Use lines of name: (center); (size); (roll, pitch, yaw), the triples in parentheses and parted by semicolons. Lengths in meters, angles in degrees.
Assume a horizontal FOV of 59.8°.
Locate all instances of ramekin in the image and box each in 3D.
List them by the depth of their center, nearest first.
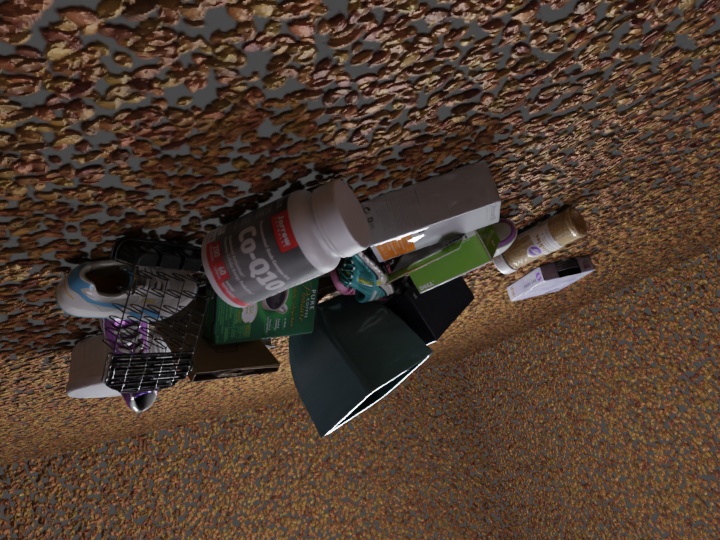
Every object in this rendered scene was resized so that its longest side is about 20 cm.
ramekin: (-0.451, 0.178, 1.187); (0.201, 0.095, 0.202); (-9, 164, -3)

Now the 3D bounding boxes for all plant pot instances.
plant pot: (-0.024, 0.158, 1.200); (0.196, 0.200, 0.196); (-23, 160, -46)

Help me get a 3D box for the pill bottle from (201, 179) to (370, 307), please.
pill bottle: (-0.097, -0.036, 0.820); (0.199, 0.115, 0.114); (-23, 163, 19)

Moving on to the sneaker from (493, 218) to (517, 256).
sneaker: (0.209, -0.033, 1.223); (0.199, 0.075, 0.100); (-18, 163, 6)

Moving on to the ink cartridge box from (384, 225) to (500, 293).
ink cartridge box: (0.140, -0.016, 1.050); (0.147, 0.076, 0.200); (-26, -167, 29)

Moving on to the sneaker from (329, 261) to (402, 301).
sneaker: (0.031, 0.002, 1.184); (0.095, 0.079, 0.200); (-40, 157, 27)

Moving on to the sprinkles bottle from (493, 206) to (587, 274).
sprinkles bottle: (0.371, -0.061, 1.313); (0.068, 0.069, 0.200); (-1, 158, -44)

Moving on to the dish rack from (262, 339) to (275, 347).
dish rack: (-0.265, 0.120, 1.193); (0.171, 0.044, 0.200); (11, 169, -27)

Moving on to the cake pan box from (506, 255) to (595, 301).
cake pan box: (0.555, 0.025, 1.834); (0.183, 0.053, 0.200); (-13, 164, -21)

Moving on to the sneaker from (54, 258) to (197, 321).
sneaker: (-0.312, 0.025, 0.880); (0.081, 0.077, 0.199); (-32, 160, 38)

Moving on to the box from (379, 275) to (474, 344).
box: (0.102, 0.087, 1.323); (0.200, 0.118, 0.197); (-31, -176, 41)

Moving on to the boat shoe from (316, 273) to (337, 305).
boat shoe: (-0.115, 0.051, 1.200); (0.199, 0.060, 0.072); (-14, 163, -11)

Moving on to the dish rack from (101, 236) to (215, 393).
dish rack: (-0.273, 0.063, 0.841); (0.054, 0.201, 0.153); (20, -174, 34)

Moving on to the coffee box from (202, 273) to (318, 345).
coffee box: (-0.162, 0.052, 1.046); (0.199, 0.124, 0.044); (-5, -164, -41)

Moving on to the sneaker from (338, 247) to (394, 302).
sneaker: (0.000, 0.000, 1.041); (0.079, 0.078, 0.200); (-24, 145, 4)

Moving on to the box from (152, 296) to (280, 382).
box: (-0.250, 0.108, 1.041); (0.163, 0.200, 0.021); (1, 122, -45)

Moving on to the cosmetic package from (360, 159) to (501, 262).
cosmetic package: (0.104, -0.086, 0.941); (0.199, 0.072, 0.101); (-19, 164, 6)

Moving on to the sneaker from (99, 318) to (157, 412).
sneaker: (-0.359, 0.137, 1.002); (0.072, 0.114, 0.201); (-17, 128, -29)
